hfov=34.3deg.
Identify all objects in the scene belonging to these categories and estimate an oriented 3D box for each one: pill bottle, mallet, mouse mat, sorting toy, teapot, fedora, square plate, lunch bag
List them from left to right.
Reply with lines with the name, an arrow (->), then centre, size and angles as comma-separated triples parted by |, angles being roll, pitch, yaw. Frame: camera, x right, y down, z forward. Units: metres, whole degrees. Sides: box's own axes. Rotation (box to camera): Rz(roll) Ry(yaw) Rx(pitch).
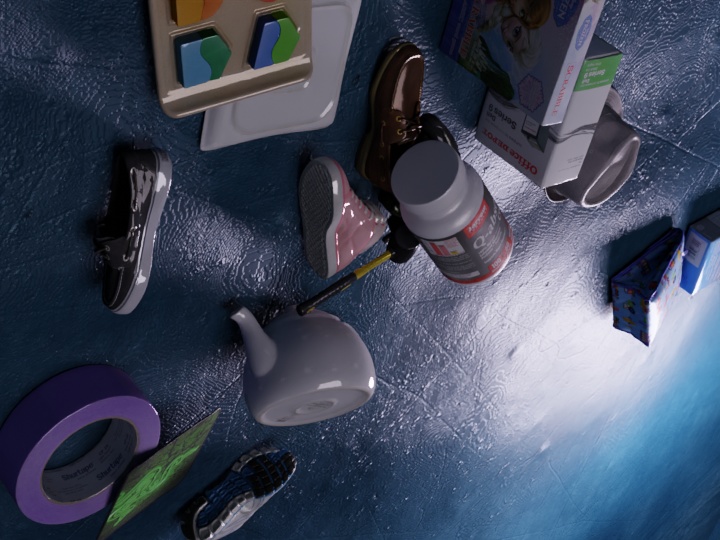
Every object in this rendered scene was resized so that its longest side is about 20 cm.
mouse mat -> -0.271, 0.275, 1.572 | 0.199, 0.008, 0.162 | -32, 157, -53
sorting toy -> -0.129, -0.266, 1.205 | 0.183, 0.037, 0.202 | -20, 132, -23
square plate -> -0.084, -0.234, 1.332 | 0.196, 0.028, 0.202 | -17, 135, -39
teapot -> -0.074, 0.119, 1.599 | 0.194, 0.148, 0.201 | -10, 159, -9
mallet -> 0.000, 0.000, 1.558 | 0.199, 0.041, 0.066 | -32, 169, -27
pill bottle -> 0.119, -0.074, 1.520 | 0.116, 0.116, 0.200 | -45, 142, -3
fedora -> 0.376, -0.180, 1.843 | 0.201, 0.090, 0.176 | -53, 146, 7
lunch bag -> 0.587, 0.021, 2.295 | 0.200, 0.093, 0.152 | -44, 145, -22

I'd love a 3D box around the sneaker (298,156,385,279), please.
sneaker -> -0.020, -0.085, 1.512 | 0.104, 0.075, 0.202 | -30, 146, -25

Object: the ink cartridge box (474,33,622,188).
ink cartridge box -> 0.253, -0.237, 1.599 | 0.083, 0.146, 0.202 | -18, 136, -37

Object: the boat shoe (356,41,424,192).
boat shoe -> 0.051, -0.192, 1.489 | 0.071, 0.067, 0.202 | -17, 135, -37

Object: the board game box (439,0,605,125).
board game box -> 0.196, -0.313, 1.413 | 0.041, 0.199, 0.202 | -15, 134, -37

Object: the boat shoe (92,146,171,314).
boat shoe -> -0.264, -0.042, 1.287 | 0.066, 0.070, 0.202 | 0, 123, -39

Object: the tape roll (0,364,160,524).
tape roll -> -0.349, 0.217, 1.447 | 0.199, 0.066, 0.202 | -29, 141, -27

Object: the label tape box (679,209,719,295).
label tape box -> 0.740, -0.054, 2.403 | 0.198, 0.066, 0.145 | -27, 141, -33

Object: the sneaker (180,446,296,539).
sneaker -> -0.181, 0.344, 1.770 | 0.199, 0.075, 0.087 | -35, 155, -10

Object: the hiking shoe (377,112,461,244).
hiking shoe -> 0.075, -0.118, 1.581 | 0.100, 0.076, 0.202 | -30, 143, -29
